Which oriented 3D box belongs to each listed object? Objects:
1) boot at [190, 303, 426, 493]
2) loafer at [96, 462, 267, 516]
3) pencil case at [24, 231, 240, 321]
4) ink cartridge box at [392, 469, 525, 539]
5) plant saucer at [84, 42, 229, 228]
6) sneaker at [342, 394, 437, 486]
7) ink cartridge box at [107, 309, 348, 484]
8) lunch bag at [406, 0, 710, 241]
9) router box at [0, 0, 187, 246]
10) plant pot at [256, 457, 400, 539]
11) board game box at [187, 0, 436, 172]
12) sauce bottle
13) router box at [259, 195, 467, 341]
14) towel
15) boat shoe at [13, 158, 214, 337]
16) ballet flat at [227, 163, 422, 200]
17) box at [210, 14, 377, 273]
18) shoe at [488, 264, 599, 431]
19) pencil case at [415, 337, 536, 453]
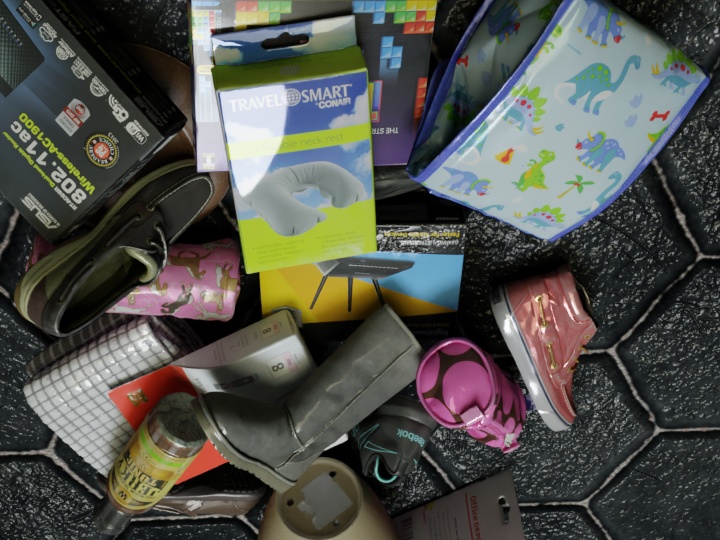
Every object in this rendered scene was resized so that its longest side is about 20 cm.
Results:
[{"bbox_3d":[-0.040,0.108,0.868,0.199,0.073,0.182,-38,143,5],"label":"boot"},{"bbox_3d":[-0.209,0.260,1.081,0.196,0.074,0.072,9,126,-7],"label":"loafer"},{"bbox_3d":[-0.212,0.006,0.866,0.197,0.084,0.087,2,145,-20],"label":"pencil case"},{"bbox_3d":[0.117,0.338,1.122,0.198,0.116,0.068,-28,123,18],"label":"ink cartridge box"},{"bbox_3d":[-0.213,-0.105,0.841,0.197,0.037,0.203,-1,127,-1],"label":"plant saucer"},{"bbox_3d":[0.016,0.186,0.987,0.074,0.080,0.200,21,159,-11],"label":"sneaker"},{"bbox_3d":[-0.129,0.147,0.937,0.198,0.057,0.164,-27,128,-4],"label":"ink cartridge box"},{"bbox_3d":[0.153,-0.131,0.766,0.168,0.128,0.202,20,114,-28],"label":"lunch bag"},{"bbox_3d":[-0.264,-0.144,0.757,0.149,0.062,0.200,-37,102,22],"label":"router box"},{"bbox_3d":[-0.037,0.296,1.017,0.184,0.189,0.202,-2,140,0],"label":"plant pot"},{"bbox_3d":[-0.043,-0.169,0.767,0.196,0.057,0.167,-4,126,-11],"label":"board game box"},{"bbox_3d":[-0.216,0.203,0.929,0.064,0.065,0.201,24,127,-18],"label":"sauce bottle"},{"bbox_3d":[0.000,0.000,0.911,0.196,0.051,0.151,0,129,-1],"label":"router box"},{"bbox_3d":[-0.231,0.129,0.980,0.164,0.086,0.201,-29,127,9],"label":"towel"},{"bbox_3d":[-0.194,-0.015,0.782,0.200,0.066,0.072,-41,147,-23],"label":"boat shoe"},{"bbox_3d":[-0.023,-0.093,0.845,0.196,0.058,0.067,-3,169,-6],"label":"ballet flat"},{"bbox_3d":[-0.050,-0.097,0.755,0.120,0.048,0.202,-10,129,-6],"label":"box"},{"bbox_3d":[0.212,0.084,0.969,0.090,0.072,0.202,-20,121,17],"label":"shoe"},{"bbox_3d":[0.119,0.130,0.932,0.090,0.095,0.200,-21,159,15],"label":"pencil case"}]
